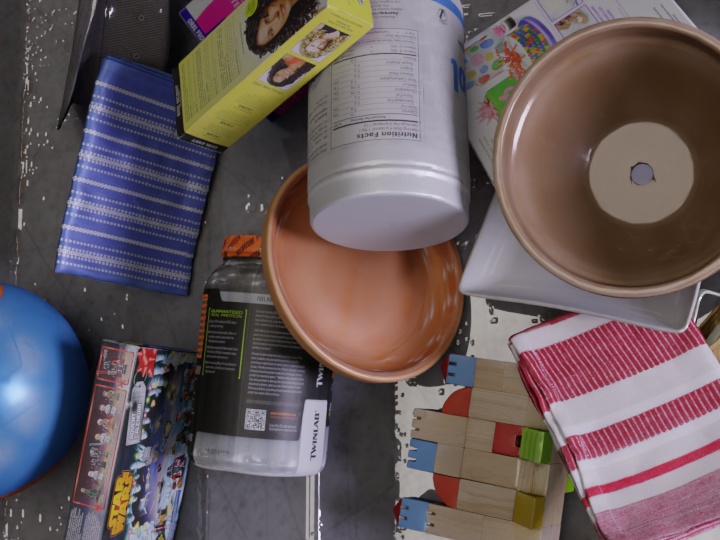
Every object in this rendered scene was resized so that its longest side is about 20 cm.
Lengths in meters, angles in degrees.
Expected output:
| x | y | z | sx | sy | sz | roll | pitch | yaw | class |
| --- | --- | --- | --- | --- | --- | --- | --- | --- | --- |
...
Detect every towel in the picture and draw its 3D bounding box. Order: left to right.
| x | y | z | sx | sy | sz | roll | pitch | yaw | class |
| --- | --- | --- | --- | --- | --- | --- | --- | --- | --- |
| -0.196 | -0.083 | 1.028 | 0.024 | 0.145 | 0.201 | 11 | 87 | 45 | towel |
| 0.214 | 0.107 | 0.852 | 0.144 | 0.023 | 0.200 | -21 | 59 | -3 | towel |

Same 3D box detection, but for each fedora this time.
| x | y | z | sx | sy | sz | roll | pitch | yaw | class |
| --- | --- | --- | --- | --- | --- | --- | --- | --- | --- |
| -0.226 | -0.224 | 1.062 | 0.090 | 0.177 | 0.201 | 10 | 104 | -15 | fedora |

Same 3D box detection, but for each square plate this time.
| x | y | z | sx | sy | sz | roll | pitch | yaw | class |
| --- | --- | --- | --- | --- | --- | --- | --- | --- | --- |
| 0.200 | -0.051 | 0.918 | 0.198 | 0.028 | 0.200 | 10 | 69 | 34 | square plate |

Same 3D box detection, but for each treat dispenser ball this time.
| x | y | z | sx | sy | sz | roll | pitch | yaw | class |
| --- | --- | --- | --- | --- | --- | --- | --- | --- | --- |
| -0.348 | 0.109 | 1.015 | 0.200 | 0.201 | 0.202 | -2 | 83 | 16 | treat dispenser ball |

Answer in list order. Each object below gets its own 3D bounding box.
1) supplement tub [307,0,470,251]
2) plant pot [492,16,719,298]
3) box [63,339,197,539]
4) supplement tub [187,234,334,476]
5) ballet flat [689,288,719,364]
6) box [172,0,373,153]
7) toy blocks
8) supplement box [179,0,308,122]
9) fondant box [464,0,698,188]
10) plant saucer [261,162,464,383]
| x | y | z | sx | sy | sz | roll | pitch | yaw | class |
| --- | --- | --- | --- | --- | --- | --- | --- | --- | --- |
| 0.022 | -0.129 | 0.908 | 0.132 | 0.132 | 0.201 | -6 | 71 | 16 | supplement tub |
| 0.205 | -0.077 | 0.833 | 0.200 | 0.093 | 0.202 | -2 | 84 | 19 | plant pot |
| -0.198 | 0.166 | 0.997 | 0.040 | 0.137 | 0.201 | 9 | 87 | 20 | box |
| -0.082 | 0.074 | 0.981 | 0.122 | 0.123 | 0.201 | 4 | 85 | 17 | supplement tub |
| 0.307 | 0.020 | 0.894 | 0.063 | 0.069 | 0.200 | 33 | 93 | -5 | ballet flat |
| -0.076 | -0.176 | 0.897 | 0.200 | 0.050 | 0.075 | -34 | 54 | 39 | box |
| 0.103 | 0.150 | 0.941 | 0.136 | 0.100 | 0.201 | 7 | 86 | 28 | toy blocks |
| -0.047 | -0.246 | 1.021 | 0.200 | 0.103 | 0.101 | -38 | 73 | 8 | supplement box |
| 0.175 | -0.165 | 0.943 | 0.200 | 0.058 | 0.145 | -31 | 53 | 10 | fondant box |
| 0.000 | 0.000 | 0.951 | 0.037 | 0.200 | 0.201 | -28 | 73 | 51 | plant saucer |
